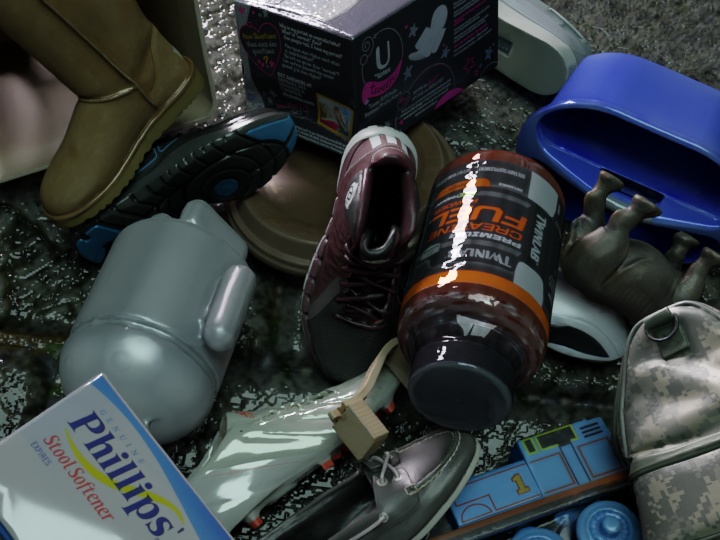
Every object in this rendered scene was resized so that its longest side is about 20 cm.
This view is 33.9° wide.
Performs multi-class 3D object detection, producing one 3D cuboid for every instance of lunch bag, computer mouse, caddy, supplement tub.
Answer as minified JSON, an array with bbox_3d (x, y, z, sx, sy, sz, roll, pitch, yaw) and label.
[{"bbox_3d":[0.269,0.121,0.817,0.200,0.139,0.169,26,48,-44],"label":"lunch bag"},{"bbox_3d":[0.126,0.013,0.943,0.199,0.044,0.110,18,42,2],"label":"computer mouse"},{"bbox_3d":[0.227,-0.084,0.965,0.199,0.142,0.105,25,57,9],"label":"caddy"},{"bbox_3d":[0.086,0.014,0.837,0.106,0.107,0.201,14,47,2],"label":"supplement tub"}]

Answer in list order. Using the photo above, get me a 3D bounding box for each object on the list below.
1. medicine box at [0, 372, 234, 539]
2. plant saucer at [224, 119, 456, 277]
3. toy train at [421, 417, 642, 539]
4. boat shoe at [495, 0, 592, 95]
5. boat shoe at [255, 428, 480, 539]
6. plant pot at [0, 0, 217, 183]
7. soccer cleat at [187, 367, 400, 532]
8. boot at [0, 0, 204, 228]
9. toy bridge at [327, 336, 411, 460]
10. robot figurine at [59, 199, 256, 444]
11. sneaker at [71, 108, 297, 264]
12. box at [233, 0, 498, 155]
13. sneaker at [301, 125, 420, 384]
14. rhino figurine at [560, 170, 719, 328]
[{"bbox_3d":[-0.140,0.195,0.726,0.103,0.200,0.182,-35,69,-23],"label":"medicine box"},{"bbox_3d":[-0.016,-0.077,0.973,0.199,0.030,0.201,-3,49,4],"label":"plant saucer"},{"bbox_3d":[0.108,0.184,0.831,0.199,0.087,0.115,-17,54,-12],"label":"toy train"},{"bbox_3d":[0.125,-0.234,1.092,0.201,0.070,0.071,39,44,17],"label":"boat shoe"},{"bbox_3d":[-0.008,0.167,0.792,0.200,0.067,0.057,-41,112,2],"label":"boat shoe"},{"bbox_3d":[-0.252,-0.223,0.962,0.199,0.201,0.177,-19,41,-17],"label":"plant pot"},{"bbox_3d":[-0.057,0.121,0.852,0.200,0.069,0.078,-36,86,-20],"label":"soccer cleat"},{"bbox_3d":[-0.227,-0.153,0.860,0.066,0.200,0.175,25,74,43],"label":"boot"},{"bbox_3d":[0.044,0.078,0.862,0.199,0.027,0.067,-16,58,-48],"label":"toy bridge"},{"bbox_3d":[-0.146,0.043,0.857,0.113,0.169,0.201,44,45,-30],"label":"robot figurine"},{"bbox_3d":[-0.148,-0.086,0.940,0.199,0.073,0.082,-26,53,3],"label":"sneaker"},{"bbox_3d":[0.009,-0.200,0.984,0.132,0.115,0.200,25,45,31],"label":"box"},{"bbox_3d":[0.000,0.000,0.852,0.075,0.116,0.201,7,104,-5],"label":"sneaker"},{"bbox_3d":[0.238,0.014,0.918,0.200,0.060,0.088,34,98,-18],"label":"rhino figurine"}]
